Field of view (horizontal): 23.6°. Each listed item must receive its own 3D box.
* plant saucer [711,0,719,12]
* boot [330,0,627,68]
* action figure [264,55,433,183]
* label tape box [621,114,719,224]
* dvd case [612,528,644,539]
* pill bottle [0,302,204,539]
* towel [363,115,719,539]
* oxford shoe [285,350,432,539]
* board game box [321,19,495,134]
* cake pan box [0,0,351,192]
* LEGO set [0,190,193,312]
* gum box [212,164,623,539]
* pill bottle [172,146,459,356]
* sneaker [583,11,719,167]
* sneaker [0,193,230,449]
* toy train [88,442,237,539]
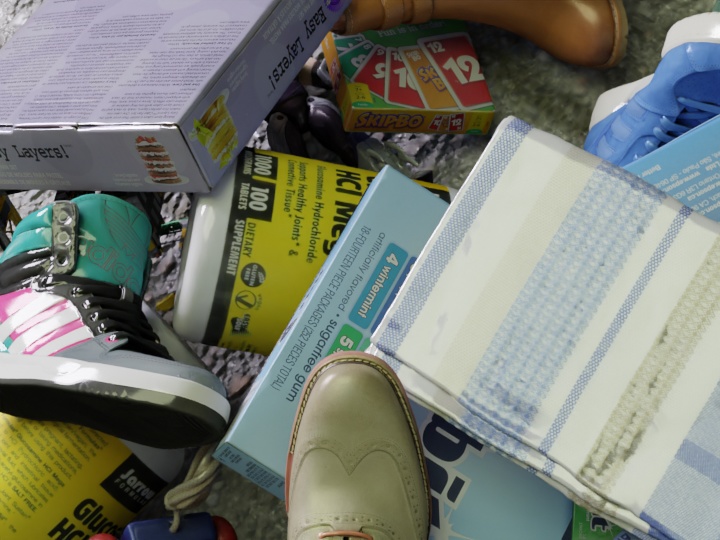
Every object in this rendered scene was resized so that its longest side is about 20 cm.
[{"bbox_3d":[0.298,-0.132,0.993,0.199,0.039,0.203,-16,51,20],"label":"plant saucer"},{"bbox_3d":[0.053,-0.174,1.051,0.154,0.077,0.200,-22,58,-35],"label":"boot"},{"bbox_3d":[-0.039,-0.096,1.096,0.129,0.070,0.200,-31,63,-18],"label":"action figure"},{"bbox_3d":[0.191,0.032,0.839,0.142,0.066,0.201,-27,74,-3],"label":"label tape box"},{"bbox_3d":[0.093,0.225,0.836,0.200,0.143,0.018,-43,43,-5],"label":"dvd case"},{"bbox_3d":[-0.178,0.110,1.012,0.200,0.113,0.112,-44,57,-4],"label":"pill bottle"},{"bbox_3d":[0.113,0.031,0.803,0.199,0.024,0.148,30,87,19],"label":"towel"},{"bbox_3d":[-0.001,0.140,0.795,0.070,0.074,0.202,-2,96,2],"label":"oxford shoe"},{"bbox_3d":[0.016,-0.168,1.107,0.094,0.030,0.201,0,48,-19],"label":"board game box"},{"bbox_3d":[-0.128,-0.120,0.992,0.198,0.053,0.185,1,41,32],"label":"cake pan box"},{"bbox_3d":[-0.171,-0.016,1.062,0.198,0.155,0.117,-5,44,11],"label":"LEGO set"},{"bbox_3d":[0.052,0.072,0.881,0.199,0.045,0.171,33,69,-5],"label":"gum box"},{"bbox_3d":[0.000,0.000,0.972,0.198,0.113,0.114,10,63,-8],"label":"pill bottle"},{"bbox_3d":[0.170,-0.060,0.942,0.076,0.200,0.112,20,74,-13],"label":"sneaker"},{"bbox_3d":[-0.132,0.022,0.913,0.198,0.084,0.122,7,67,37],"label":"sneaker"},{"bbox_3d":[-0.090,0.182,0.907,0.084,0.201,0.116,-5,49,-32],"label":"toy train"}]
